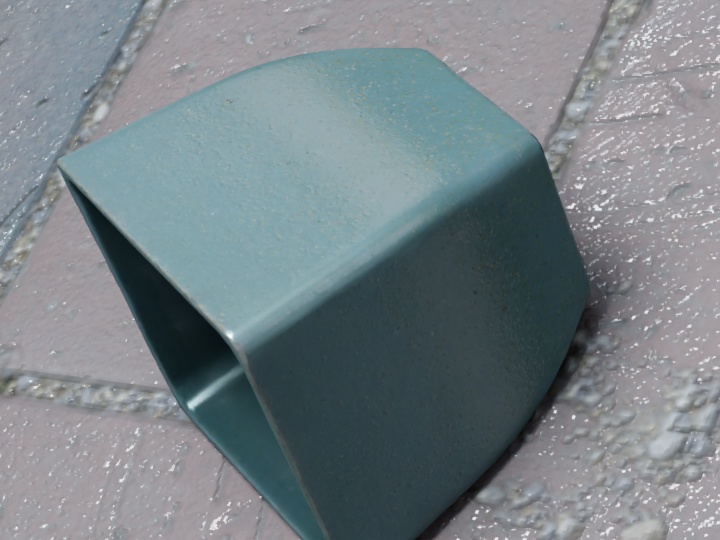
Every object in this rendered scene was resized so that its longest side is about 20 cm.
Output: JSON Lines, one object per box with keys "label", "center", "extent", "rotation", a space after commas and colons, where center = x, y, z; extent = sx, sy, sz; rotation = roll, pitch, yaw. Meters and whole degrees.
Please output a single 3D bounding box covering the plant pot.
{"label": "plant pot", "center": [0.000, 0.000, 1.522], "extent": [0.200, 0.196, 0.196], "rotation": [-34, 43, -12]}
